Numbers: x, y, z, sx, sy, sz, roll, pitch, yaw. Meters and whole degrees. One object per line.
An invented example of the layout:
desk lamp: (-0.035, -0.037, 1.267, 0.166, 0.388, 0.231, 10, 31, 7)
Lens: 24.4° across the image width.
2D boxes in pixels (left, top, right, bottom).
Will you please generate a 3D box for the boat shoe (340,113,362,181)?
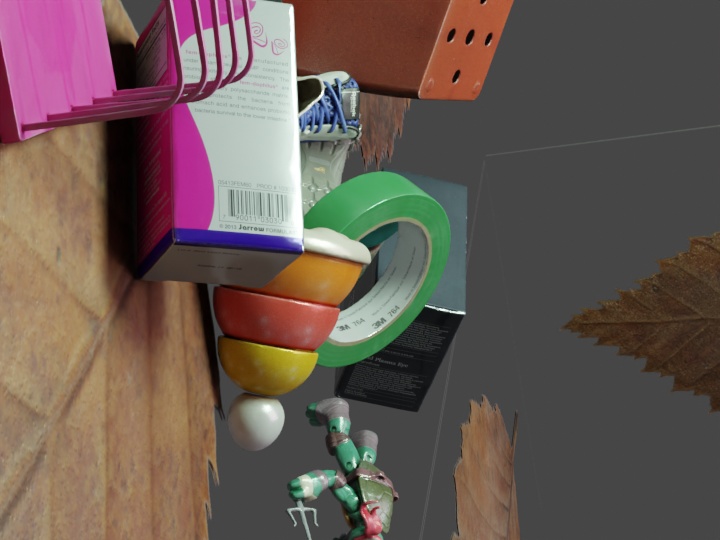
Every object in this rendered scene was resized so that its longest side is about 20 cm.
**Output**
boat shoe: (-0.033, -0.159, 1.849, 0.071, 0.070, 0.200, 7, 76, -79)

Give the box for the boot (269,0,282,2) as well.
boot: (-0.117, -0.288, 1.502, 0.165, 0.066, 0.200, -95, 175, -55)

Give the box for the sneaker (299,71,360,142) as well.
sneaker: (-0.062, -0.157, 1.583, 0.199, 0.115, 0.081, -37, 119, -77)

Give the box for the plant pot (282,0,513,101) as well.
plant pot: (0.040, -0.267, 1.695, 0.200, 0.176, 0.200, -7, 121, -59)

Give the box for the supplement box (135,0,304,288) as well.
supplement box: (-0.108, -0.097, 1.252, 0.103, 0.101, 0.200, 143, -52, -62)

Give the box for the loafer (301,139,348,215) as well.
loafer: (-0.053, -0.099, 1.752, 0.070, 0.070, 0.200, 124, -22, -45)

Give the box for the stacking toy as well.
stacking toy: (-0.081, 0.055, 1.432, 0.146, 0.146, 0.200, 14, 89, -78)

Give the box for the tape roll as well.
tape roll: (0.000, 0.000, 1.643, 0.048, 0.200, 0.200, 39, -19, 35)

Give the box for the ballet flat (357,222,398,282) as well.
ballet flat: (-0.009, -0.042, 1.753, 0.200, 0.076, 0.064, -51, -128, 43)

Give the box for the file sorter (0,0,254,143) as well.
file sorter: (-0.154, -0.172, 1.088, 0.200, 0.125, 0.139, -54, 136, -74)

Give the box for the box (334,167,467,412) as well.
box: (0.046, 0.022, 1.879, 0.182, 0.104, 0.200, 111, -13, -47)

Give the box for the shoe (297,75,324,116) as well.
shoe: (-0.099, -0.136, 1.406, 0.200, 0.053, 0.070, -32, 118, -55)

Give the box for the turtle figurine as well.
turtle figurine: (-0.013, 0.230, 1.673, 0.200, 0.101, 0.150, -93, 170, -47)
